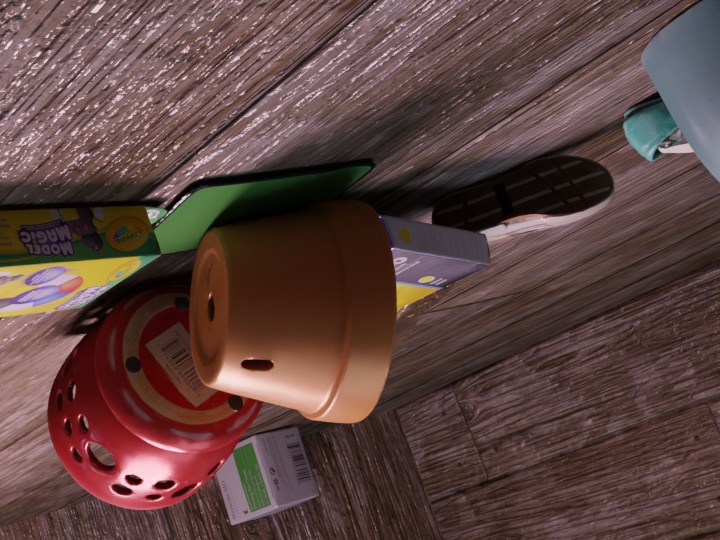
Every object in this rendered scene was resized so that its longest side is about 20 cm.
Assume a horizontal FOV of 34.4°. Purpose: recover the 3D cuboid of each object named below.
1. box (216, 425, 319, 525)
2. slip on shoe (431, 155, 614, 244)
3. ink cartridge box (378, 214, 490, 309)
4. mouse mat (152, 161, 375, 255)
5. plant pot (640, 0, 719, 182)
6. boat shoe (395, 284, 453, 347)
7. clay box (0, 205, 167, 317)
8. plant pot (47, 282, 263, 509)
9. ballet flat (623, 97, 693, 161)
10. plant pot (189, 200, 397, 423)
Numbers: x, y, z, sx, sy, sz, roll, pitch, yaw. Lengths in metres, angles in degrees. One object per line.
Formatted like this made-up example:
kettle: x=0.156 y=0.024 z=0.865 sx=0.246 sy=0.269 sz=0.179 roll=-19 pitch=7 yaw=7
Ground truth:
box: x=-0.253 y=0.540 z=3.077 sx=0.171 sy=0.201 sz=0.199 roll=-27 pitch=166 yaw=31
slip on shoe: x=0.176 y=-0.068 z=1.267 sx=0.198 sy=0.077 sz=0.061 roll=-19 pitch=161 yaw=4
ink cartridge box: x=0.000 y=0.000 z=1.219 sx=0.199 sy=0.047 sz=0.197 roll=6 pitch=157 yaw=-42
mouse mat: x=-0.099 y=-0.052 z=1.026 sx=0.199 sy=0.008 sz=0.161 roll=-13 pitch=167 yaw=-40
plant pot: x=0.366 y=-0.152 z=1.000 sx=0.199 sy=0.162 sz=0.201 roll=-21 pitch=169 yaw=-4
boat shoe: x=0.062 y=0.028 z=1.555 sx=0.072 sy=0.068 sz=0.200 roll=-5 pitch=143 yaw=-47
clay box: x=-0.243 y=-0.005 z=0.878 sx=0.114 sy=0.048 sz=0.199 roll=-29 pitch=166 yaw=36
plant pot: x=-0.200 y=0.122 z=1.190 sx=0.199 sy=0.202 sz=0.182 roll=-12 pitch=160 yaw=-37
ballet flat: x=0.366 y=-0.166 z=1.173 sx=0.199 sy=0.071 sz=0.067 roll=-25 pitch=168 yaw=18
plant pot: x=-0.069 y=0.035 z=1.034 sx=0.139 sy=0.202 sz=0.200 roll=2 pitch=161 yaw=-22
